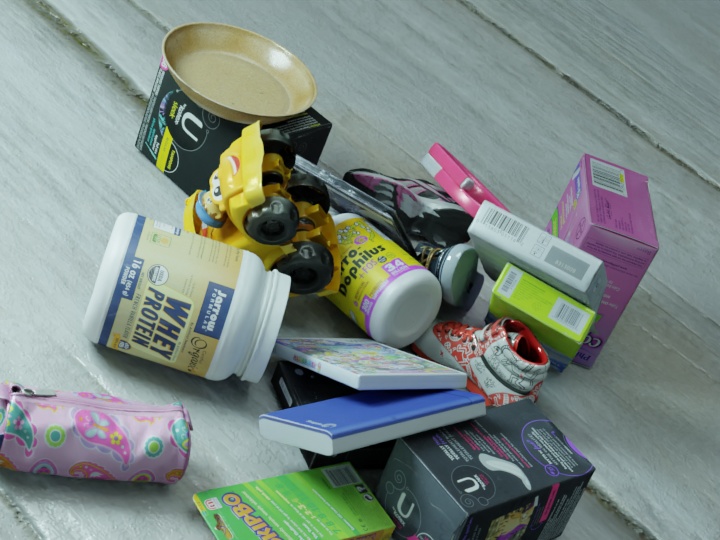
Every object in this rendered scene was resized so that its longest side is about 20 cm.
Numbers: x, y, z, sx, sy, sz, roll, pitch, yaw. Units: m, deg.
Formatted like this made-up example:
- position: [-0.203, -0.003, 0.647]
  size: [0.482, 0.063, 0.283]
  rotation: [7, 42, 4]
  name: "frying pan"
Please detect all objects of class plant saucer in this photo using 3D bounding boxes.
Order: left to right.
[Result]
- position: [-0.151, -0.234, 1.846]
  size: [0.198, 0.036, 0.201]
  rotation: [16, 35, -11]
  name: "plant saucer"

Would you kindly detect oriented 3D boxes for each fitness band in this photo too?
- position: [0.156, -0.106, 2.077]
  size: [0.143, 0.037, 0.200]
  rotation: [34, 13, -38]
  name: "fitness band"

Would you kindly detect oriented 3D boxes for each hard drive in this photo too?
- position: [0.012, 0.160, 1.672]
  size: [0.198, 0.038, 0.140]
  rotation: [2, 39, -29]
  name: "hard drive"
- position: [0.013, 0.150, 1.563]
  size: [0.198, 0.026, 0.131]
  rotation: [-9, 9, -36]
  name: "hard drive"

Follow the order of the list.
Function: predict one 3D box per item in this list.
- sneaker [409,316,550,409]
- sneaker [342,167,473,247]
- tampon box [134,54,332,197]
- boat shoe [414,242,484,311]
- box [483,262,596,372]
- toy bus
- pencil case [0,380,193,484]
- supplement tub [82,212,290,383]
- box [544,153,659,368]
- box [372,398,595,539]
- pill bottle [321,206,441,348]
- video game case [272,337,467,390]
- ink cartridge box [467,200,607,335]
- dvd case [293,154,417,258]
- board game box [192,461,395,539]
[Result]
- position: [0.139, 0.084, 1.793]
  size: [0.201, 0.109, 0.067]
  rotation: [42, 37, 26]
  name: "sneaker"
- position: [0.058, -0.091, 2.033]
  size: [0.198, 0.081, 0.087]
  rotation: [22, 25, -26]
  name: "sneaker"
- position: [-0.164, -0.170, 1.920]
  size: [0.200, 0.151, 0.126]
  rotation: [40, 36, 24]
  name: "tampon box"
- position: [0.095, 0.000, 1.861]
  size: [0.090, 0.071, 0.200]
  rotation: [25, -8, 14]
  name: "boat shoe"
- position: [0.213, 0.061, 1.817]
  size: [0.121, 0.048, 0.200]
  rotation: [30, -11, 8]
  name: "box"
- position: [-0.137, -0.049, 1.720]
  size: [0.190, 0.200, 0.137]
  rotation: [-17, 48, 17]
  name: "toy bus"
- position: [-0.263, 0.157, 1.458]
  size: [0.198, 0.088, 0.088]
  rotation: [11, 35, -22]
  name: "pencil case"
- position: [-0.186, 0.033, 1.624]
  size: [0.198, 0.145, 0.145]
  rotation: [18, 33, -8]
  name: "supplement tub"
- position: [0.293, -0.014, 1.945]
  size: [0.096, 0.201, 0.177]
  rotation: [18, 34, -7]
  name: "box"
- position: [0.129, 0.228, 1.585]
  size: [0.198, 0.107, 0.122]
  rotation: [-10, 44, -40]
  name: "box"
- position: [0.000, 0.000, 1.818]
  size: [0.104, 0.105, 0.200]
  rotation: [-10, 38, -41]
  name: "pill bottle"
- position: [0.003, 0.100, 1.652]
  size: [0.142, 0.018, 0.199]
  rotation: [2, 8, -33]
  name: "video game case"
- position: [0.218, 0.001, 1.794]
  size: [0.159, 0.048, 0.200]
  rotation: [28, -8, 20]
  name: "ink cartridge box"
- position: [-0.005, -0.073, 1.885]
  size: [0.148, 0.016, 0.200]
  rotation: [31, -9, 17]
  name: "dvd case"
- position: [-0.068, 0.247, 1.508]
  size: [0.198, 0.030, 0.096]
  rotation: [-3, 41, -40]
  name: "board game box"
